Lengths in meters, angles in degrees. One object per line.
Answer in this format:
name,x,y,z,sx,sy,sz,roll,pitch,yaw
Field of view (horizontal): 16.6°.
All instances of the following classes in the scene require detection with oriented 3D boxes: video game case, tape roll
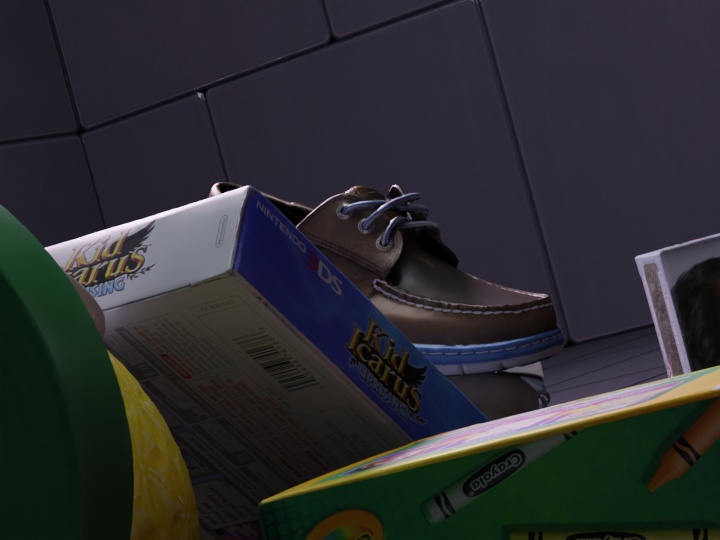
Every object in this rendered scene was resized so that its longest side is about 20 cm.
video game case,-0.061,0.059,0.952,0.181,0.046,0.200,-16,-43,30
tape roll,-0.166,0.061,0.695,0.200,0.201,0.048,-15,0,13

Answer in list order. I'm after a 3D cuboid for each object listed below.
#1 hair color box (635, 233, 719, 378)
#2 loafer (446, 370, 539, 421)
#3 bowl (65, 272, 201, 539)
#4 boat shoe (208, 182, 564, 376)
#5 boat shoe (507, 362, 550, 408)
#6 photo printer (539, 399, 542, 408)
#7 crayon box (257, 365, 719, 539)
hair color box,0.254,0.013,1.277,0.199,0.099,0.061,-15,0,-6
loafer,-0.019,0.087,1.068,0.199,0.068,0.076,-7,-24,1
bowl,-0.138,0.053,0.827,0.200,0.108,0.200,13,-29,7
boat shoe,0.000,0.000,1.088,0.200,0.073,0.072,9,12,34
boat shoe,0.016,0.084,1.312,0.200,0.062,0.073,-3,-19,-29
photo printer,-0.007,0.097,1.189,0.199,0.070,0.166,-15,-1,-1
crayon box,0.083,0.070,0.781,0.200,0.058,0.119,-16,-2,26
